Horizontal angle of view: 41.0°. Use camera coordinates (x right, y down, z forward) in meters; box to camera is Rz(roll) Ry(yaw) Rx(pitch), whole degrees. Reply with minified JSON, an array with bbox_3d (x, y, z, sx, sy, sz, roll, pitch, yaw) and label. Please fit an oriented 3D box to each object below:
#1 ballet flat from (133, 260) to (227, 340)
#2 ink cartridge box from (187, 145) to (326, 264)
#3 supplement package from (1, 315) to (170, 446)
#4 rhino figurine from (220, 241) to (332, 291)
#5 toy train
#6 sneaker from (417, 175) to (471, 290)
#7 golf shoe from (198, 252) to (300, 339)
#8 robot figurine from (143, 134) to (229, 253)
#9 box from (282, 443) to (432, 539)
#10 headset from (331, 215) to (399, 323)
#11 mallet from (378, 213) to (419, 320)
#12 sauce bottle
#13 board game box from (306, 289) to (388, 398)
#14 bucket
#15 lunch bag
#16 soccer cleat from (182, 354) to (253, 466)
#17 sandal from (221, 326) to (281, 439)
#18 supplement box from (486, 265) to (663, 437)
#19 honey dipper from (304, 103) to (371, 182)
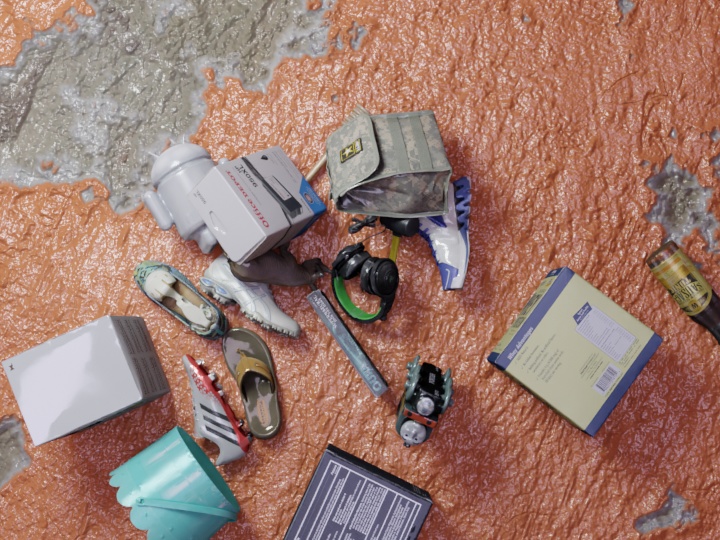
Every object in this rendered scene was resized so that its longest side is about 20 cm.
[{"bbox_3d":[-0.313,0.046,1.656,0.199,0.074,0.075,33,88,7],"label":"ballet flat"},{"bbox_3d":[-0.167,-0.112,1.594,0.084,0.200,0.145,-40,86,32],"label":"ink cartridge box"},{"bbox_3d":[-0.445,0.177,1.591,0.190,0.200,0.148,-24,86,1],"label":"supplement package"},{"bbox_3d":[-0.136,-0.007,1.639,0.198,0.088,0.060,10,127,-24],"label":"rhino figurine"},{"bbox_3d":[0.101,0.217,1.582,0.084,0.200,0.115,22,102,0],"label":"toy train"},{"bbox_3d":[0.131,-0.063,1.657,0.114,0.081,0.202,2,80,6],"label":"sneaker"},{"bbox_3d":[-0.176,0.040,1.657,0.199,0.078,0.098,32,80,1],"label":"golf shoe"},{"bbox_3d":[-0.284,-0.132,1.648,0.169,0.113,0.201,-29,86,-28],"label":"robot figurine"},{"bbox_3d":[-0.010,0.423,1.603,0.197,0.123,0.202,26,86,2],"label":"box"},{"bbox_3d":[0.000,0.000,1.606,0.123,0.094,0.202,30,125,30],"label":"headset"},{"bbox_3d":[0.060,-0.007,1.636,0.065,0.041,0.202,17,109,40],"label":"mallet"},{"bbox_3d":[0.571,0.043,1.639,0.066,0.066,0.200,-40,85,-1],"label":"sauce bottle"},{"bbox_3d":[-0.021,0.121,1.615,0.028,0.135,0.201,-35,86,-1],"label":"board game box"},{"bbox_3d":[-0.300,0.367,1.580,0.134,0.207,0.208,-37,86,-7],"label":"bucket"},{"bbox_3d":[0.039,-0.176,1.601,0.198,0.118,0.165,-5,45,-5],"label":"lunch bag"},{"bbox_3d":[-0.262,0.239,1.650,0.085,0.069,0.201,-32,91,-5],"label":"soccer cleat"},{"bbox_3d":[-0.184,0.191,1.653,0.079,0.054,0.202,-17,80,0],"label":"sandal"},{"bbox_3d":[0.351,0.132,1.605,0.199,0.134,0.201,37,88,3],"label":"supplement box"},{"bbox_3d":[-0.057,-0.205,1.687,0.038,0.038,0.200,42,91,3],"label":"honey dipper"}]
